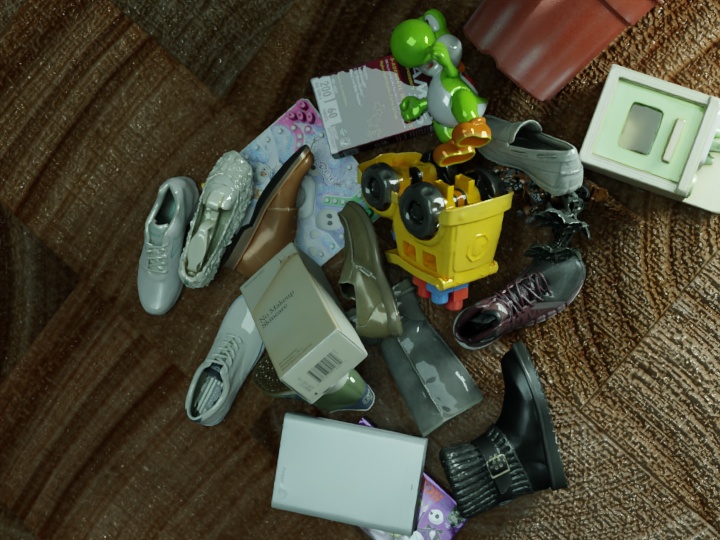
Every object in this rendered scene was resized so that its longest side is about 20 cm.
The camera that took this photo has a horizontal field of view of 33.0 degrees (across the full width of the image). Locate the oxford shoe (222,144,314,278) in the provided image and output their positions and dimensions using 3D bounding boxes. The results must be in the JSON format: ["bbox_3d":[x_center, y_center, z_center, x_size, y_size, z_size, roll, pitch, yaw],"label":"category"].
[{"bbox_3d":[-0.110,-0.078,1.664,0.071,0.071,0.201,29,100,-11],"label":"oxford shoe"}]

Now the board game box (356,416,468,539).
[{"bbox_3d":[0.042,0.311,1.668,0.200,0.032,0.120,40,93,10],"label":"board game box"}]

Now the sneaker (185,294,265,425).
[{"bbox_3d":[-0.183,0.126,1.693,0.073,0.071,0.202,21,93,11],"label":"sneaker"}]

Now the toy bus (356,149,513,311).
[{"bbox_3d":[0.091,-0.048,1.605,0.199,0.135,0.194,30,128,43],"label":"toy bus"}]

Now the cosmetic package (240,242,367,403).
[{"bbox_3d":[-0.077,0.066,1.595,0.103,0.073,0.200,-41,40,8],"label":"cosmetic package"}]

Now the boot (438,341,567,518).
[{"bbox_3d":[0.175,0.212,1.598,0.156,0.079,0.213,-14,92,5],"label":"boot"}]

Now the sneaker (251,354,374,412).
[{"bbox_3d":[-0.061,0.160,1.649,0.199,0.090,0.068,-4,54,51],"label":"sneaker"}]

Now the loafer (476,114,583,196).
[{"bbox_3d":[0.213,-0.165,1.572,0.200,0.070,0.070,35,140,42],"label":"loafer"}]

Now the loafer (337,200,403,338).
[{"bbox_3d":[0.000,0.000,1.605,0.067,0.076,0.201,-17,65,-3],"label":"loafer"}]

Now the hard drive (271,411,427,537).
[{"bbox_3d":[-0.016,0.276,1.654,0.198,0.026,0.133,9,92,13],"label":"hard drive"}]

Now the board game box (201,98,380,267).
[{"bbox_3d":[-0.094,-0.104,1.699,0.200,0.026,0.200,-39,82,10],"label":"board game box"}]

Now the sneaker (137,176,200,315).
[{"bbox_3d":[-0.282,-0.036,1.713,0.070,0.080,0.202,12,94,10],"label":"sneaker"}]

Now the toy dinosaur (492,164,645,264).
[{"bbox_3d":[0.265,-0.090,1.583,0.198,0.103,0.136,1,48,24],"label":"toy dinosaur"}]

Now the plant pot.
[{"bbox_3d":[0.246,-0.334,1.552,0.201,0.201,0.195,45,106,9],"label":"plant pot"}]

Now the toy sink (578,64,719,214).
[{"bbox_3d":[0.393,-0.165,1.550,0.199,0.112,0.131,22,95,11],"label":"toy sink"}]

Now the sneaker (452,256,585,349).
[{"bbox_3d":[0.206,0.045,1.587,0.199,0.115,0.076,-35,83,10],"label":"sneaker"}]

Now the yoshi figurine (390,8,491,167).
[{"bbox_3d":[0.091,-0.241,1.552,0.112,0.112,0.202,-20,73,13],"label":"yoshi figurine"}]

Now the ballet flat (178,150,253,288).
[{"bbox_3d":[-0.201,-0.068,1.676,0.071,0.072,0.202,20,93,11],"label":"ballet flat"}]

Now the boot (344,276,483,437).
[{"bbox_3d":[0.046,0.133,1.653,0.181,0.073,0.201,-28,91,13],"label":"boot"}]

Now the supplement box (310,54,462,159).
[{"bbox_3d":[0.043,-0.230,1.640,0.198,0.061,0.110,-16,86,3],"label":"supplement box"}]
